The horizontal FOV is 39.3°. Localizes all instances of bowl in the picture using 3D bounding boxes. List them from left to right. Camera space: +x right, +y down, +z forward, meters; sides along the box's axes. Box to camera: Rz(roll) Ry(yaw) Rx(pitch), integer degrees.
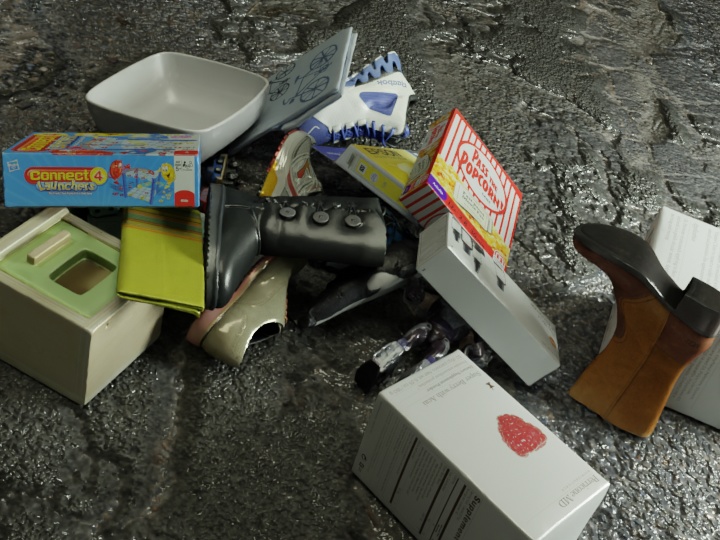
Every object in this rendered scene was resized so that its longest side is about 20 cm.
[{"bbox_3d":[-0.238,-0.211,1.345,0.199,0.075,0.200,17,38,20],"label":"bowl"}]

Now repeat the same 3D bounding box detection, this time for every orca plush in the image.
[{"bbox_3d":[0.000,0.000,1.170,0.199,0.105,0.071,-27,82,-9],"label":"orca plush"}]

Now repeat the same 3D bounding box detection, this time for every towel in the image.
[{"bbox_3d":[-0.203,-0.018,1.028,0.086,0.018,0.200,11,28,-17],"label":"towel"}]

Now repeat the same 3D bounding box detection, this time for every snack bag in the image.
[{"bbox_3d":[-0.095,-0.245,1.402,0.021,0.199,0.189,49,28,-29],"label":"snack bag"}]

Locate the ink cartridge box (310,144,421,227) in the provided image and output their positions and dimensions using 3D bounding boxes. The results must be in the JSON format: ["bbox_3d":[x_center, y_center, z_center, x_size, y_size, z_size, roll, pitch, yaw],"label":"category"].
[{"bbox_3d":[0.066,-0.126,1.349,0.200,0.047,0.197,42,25,26],"label":"ink cartridge box"}]

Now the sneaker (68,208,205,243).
[{"bbox_3d":[-0.245,-0.035,1.146,0.200,0.074,0.118,29,32,30],"label":"sneaker"}]

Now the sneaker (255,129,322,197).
[{"bbox_3d":[-0.088,-0.106,1.305,0.082,0.078,0.201,24,43,-8],"label":"sneaker"}]

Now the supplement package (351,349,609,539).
[{"bbox_3d":[0.110,0.197,0.961,0.121,0.120,0.200,-23,53,-40],"label":"supplement package"}]

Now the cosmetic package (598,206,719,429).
[{"bbox_3d":[0.410,0.060,1.199,0.199,0.166,0.165,24,39,10],"label":"cosmetic package"}]

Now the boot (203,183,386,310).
[{"bbox_3d":[-0.069,-0.020,1.091,0.199,0.066,0.166,8,52,-13],"label":"boot"}]

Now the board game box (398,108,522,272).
[{"bbox_3d":[0.128,-0.091,1.242,0.152,0.046,0.200,48,33,-18],"label":"board game box"}]

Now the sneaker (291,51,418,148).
[{"bbox_3d":[0.006,-0.213,1.417,0.199,0.081,0.115,-36,83,-15],"label":"sneaker"}]

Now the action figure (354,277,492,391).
[{"bbox_3d":[0.082,0.076,1.134,0.130,0.070,0.200,37,46,11],"label":"action figure"}]

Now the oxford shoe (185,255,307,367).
[{"bbox_3d":[-0.109,0.038,1.126,0.074,0.071,0.200,39,48,5],"label":"oxford shoe"}]

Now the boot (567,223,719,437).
[{"bbox_3d":[0.284,0.065,1.120,0.188,0.201,0.068,31,38,11],"label":"boot"}]

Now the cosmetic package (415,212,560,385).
[{"bbox_3d":[0.147,0.032,1.143,0.200,0.051,0.083,45,27,-19],"label":"cosmetic package"}]

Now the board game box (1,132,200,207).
[{"bbox_3d":[-0.274,-0.113,1.108,0.194,0.056,0.200,0,14,-9],"label":"board game box"}]

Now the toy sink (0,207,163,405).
[{"bbox_3d":[-0.317,0.019,1.027,0.199,0.112,0.130,27,39,13],"label":"toy sink"}]

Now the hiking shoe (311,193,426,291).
[{"bbox_3d":[0.034,-0.032,1.235,0.199,0.087,0.075,11,39,-7],"label":"hiking shoe"}]

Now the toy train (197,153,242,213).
[{"bbox_3d":[-0.182,-0.083,1.265,0.045,0.034,0.201,2,40,2],"label":"toy train"}]
